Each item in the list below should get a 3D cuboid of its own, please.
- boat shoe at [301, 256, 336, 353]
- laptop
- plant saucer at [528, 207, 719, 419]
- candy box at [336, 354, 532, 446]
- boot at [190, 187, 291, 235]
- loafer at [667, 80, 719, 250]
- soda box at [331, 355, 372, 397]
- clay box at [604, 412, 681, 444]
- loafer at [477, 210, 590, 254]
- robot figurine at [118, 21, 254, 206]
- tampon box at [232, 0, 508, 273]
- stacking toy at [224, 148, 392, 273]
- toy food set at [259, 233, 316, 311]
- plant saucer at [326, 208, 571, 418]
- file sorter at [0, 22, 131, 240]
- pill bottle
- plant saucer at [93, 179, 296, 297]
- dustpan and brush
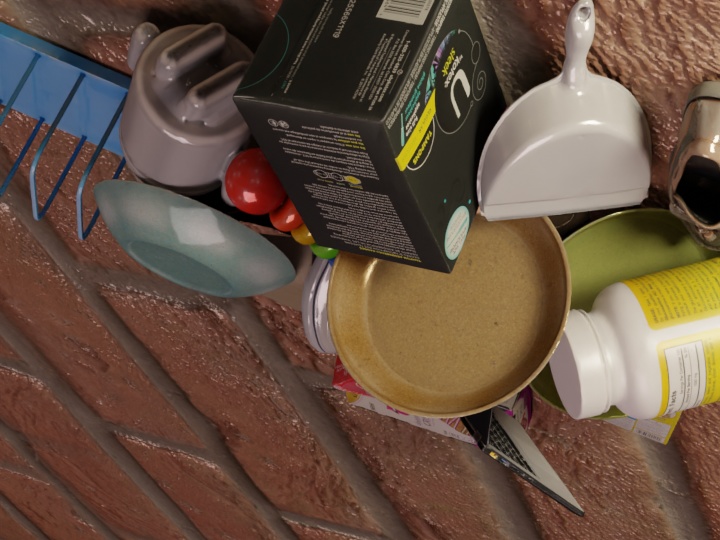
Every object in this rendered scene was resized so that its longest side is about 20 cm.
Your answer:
[{"bbox_3d":[0.000,0.000,1.581,0.067,0.073,0.201,40,130,38],"label":"boat shoe"},{"bbox_3d":[0.136,0.093,1.607,0.200,0.116,0.187,36,-170,-25],"label":"laptop"},{"bbox_3d":[0.219,0.032,1.476,0.200,0.200,0.031,38,-167,-29],"label":"plant saucer"},{"bbox_3d":[0.080,0.121,1.882,0.199,0.061,0.137,18,155,16],"label":"candy box"},{"bbox_3d":[-0.085,-0.054,1.664,0.199,0.075,0.097,-9,137,48],"label":"boot"},{"bbox_3d":[0.261,-0.064,1.338,0.072,0.063,0.200,15,154,17],"label":"loafer"},{"bbox_3d":[0.031,0.075,1.649,0.063,0.070,0.200,14,168,-14],"label":"soda box"},{"bbox_3d":[0.260,0.091,1.673,0.114,0.048,0.200,21,154,9],"label":"clay box"},{"bbox_3d":[0.101,-0.079,1.463,0.199,0.073,0.071,17,144,3],"label":"loafer"},{"bbox_3d":[-0.145,-0.133,1.510,0.170,0.113,0.200,57,157,9],"label":"robot figurine"},{"bbox_3d":[0.018,-0.120,1.344,0.126,0.150,0.200,12,153,26],"label":"tampon box"},{"bbox_3d":[-0.026,-0.041,1.473,0.199,0.086,0.085,27,157,-22],"label":"stacking toy"},{"bbox_3d":[-0.041,0.001,1.720,0.143,0.061,0.200,8,168,39],"label":"toy food set"},{"bbox_3d":[0.072,0.023,1.410,0.199,0.201,0.035,15,169,20],"label":"plant saucer"},{"bbox_3d":[-0.322,-0.135,1.660,0.199,0.123,0.139,24,155,2],"label":"file sorter"},{"bbox_3d":[0.255,0.054,1.414,0.199,0.113,0.113,-13,156,-9],"label":"pill bottle"},{"bbox_3d":[-0.157,-0.018,1.599,0.200,0.039,0.201,22,164,7],"label":"plant saucer"},{"bbox_3d":[0.159,-0.120,1.317,0.139,0.058,0.200,-6,150,-5],"label":"dustpan and brush"}]
